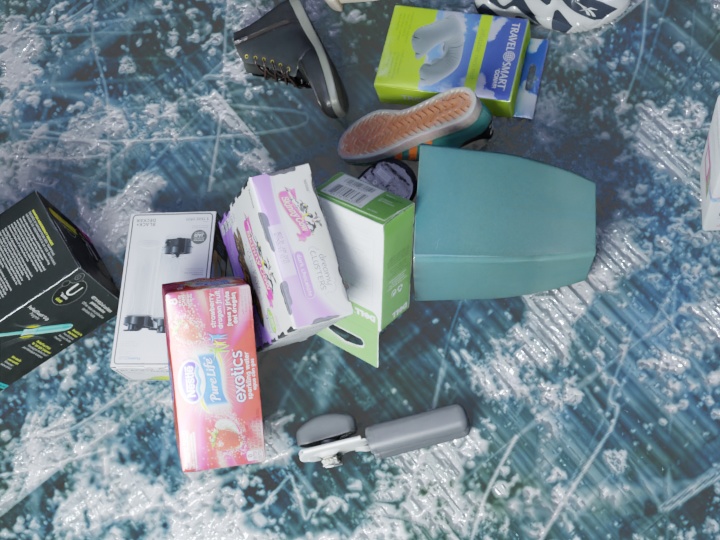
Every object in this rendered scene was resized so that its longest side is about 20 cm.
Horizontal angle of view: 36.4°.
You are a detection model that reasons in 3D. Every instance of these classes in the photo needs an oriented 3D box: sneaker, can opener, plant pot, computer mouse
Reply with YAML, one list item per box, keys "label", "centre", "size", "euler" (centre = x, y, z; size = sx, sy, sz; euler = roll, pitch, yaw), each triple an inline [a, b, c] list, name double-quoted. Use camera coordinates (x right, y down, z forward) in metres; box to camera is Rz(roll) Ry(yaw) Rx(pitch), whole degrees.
- label: "sneaker"
  centre: [0.234, -0.364, 1.351]
  size: [0.198, 0.130, 0.080]
  euler: [12, 73, 15]
- label: "can opener"
  centre: [0.023, 0.180, 1.231]
  size: [0.199, 0.053, 0.067]
  euler: [-12, 67, 7]
- label: "sneaker"
  centre: [-0.089, -0.256, 1.414]
  size: [0.106, 0.075, 0.200]
  euler: [-27, 58, 6]
- label: "plant pot"
  centre: [0.163, -0.047, 1.245]
  size: [0.199, 0.141, 0.142]
  euler: [3, 70, 5]
- label: "computer mouse"
  centre: [-0.027, -0.066, 1.340]
  size: [0.140, 0.046, 0.200]
  euler: [37, 92, 17]
- label: "sneaker"
  centre: [0.069, -0.159, 1.344]
  size: [0.199, 0.080, 0.072]
  euler: [-13, 57, 29]

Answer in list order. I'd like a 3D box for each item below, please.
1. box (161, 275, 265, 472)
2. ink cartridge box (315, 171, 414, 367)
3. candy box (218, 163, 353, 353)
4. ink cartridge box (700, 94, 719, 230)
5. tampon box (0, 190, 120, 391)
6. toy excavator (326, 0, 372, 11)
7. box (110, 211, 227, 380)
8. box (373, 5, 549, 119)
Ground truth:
- label: "box"
  centre: [-0.165, 0.111, 1.216]
  size: [0.095, 0.100, 0.201]
  euler: [-6, 97, -12]
- label: "ink cartridge box"
  centre: [0.000, 0.000, 1.236]
  size: [0.104, 0.201, 0.059]
  euler: [25, 43, 30]
- label: "candy box"
  centre: [-0.089, -0.008, 1.219]
  size: [0.071, 0.200, 0.168]
  euler: [-14, 83, -19]
- label: "ink cartridge box"
  centre: [0.449, -0.114, 1.177]
  size: [0.144, 0.200, 0.085]
  euler: [-1, 73, 11]
- label: "tampon box"
  centre: [-0.416, 0.029, 1.324]
  size: [0.200, 0.150, 0.126]
  euler: [-34, 68, -3]
- label: "toy excavator"
  centre: [0.065, -0.409, 1.429]
  size: [0.194, 0.100, 0.200]
  euler: [29, 86, 21]
- label: "box"
  centre: [-0.230, 0.032, 1.334]
  size: [0.116, 0.060, 0.201]
  euler: [-2, 69, 11]
- label: "box"
  centre: [0.128, -0.262, 1.380]
  size: [0.199, 0.048, 0.122]
  euler: [10, 72, 16]
